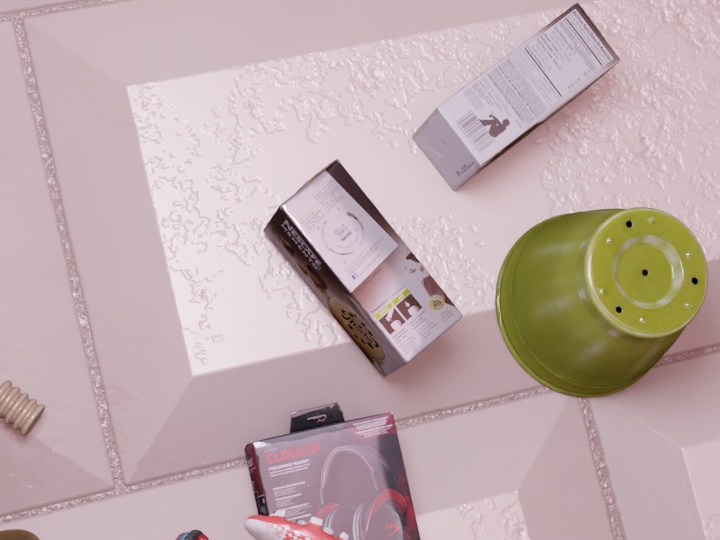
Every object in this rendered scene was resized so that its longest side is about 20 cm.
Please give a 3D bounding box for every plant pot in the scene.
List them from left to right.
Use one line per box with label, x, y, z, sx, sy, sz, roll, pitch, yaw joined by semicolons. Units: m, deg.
plant pot;0.260;0.020;1.723;0.199;0.193;0.202;2;79;-12

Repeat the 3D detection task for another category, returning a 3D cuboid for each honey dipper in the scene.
honey dipper;-0.400;0.090;1.655;0.200;0.038;0.038;36;74;1

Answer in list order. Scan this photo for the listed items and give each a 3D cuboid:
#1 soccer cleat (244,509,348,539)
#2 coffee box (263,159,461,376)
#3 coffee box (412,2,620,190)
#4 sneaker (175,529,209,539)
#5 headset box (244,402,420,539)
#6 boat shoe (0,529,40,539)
soccer cleat;-0.025;0.294;1.600;0.199;0.069;0.086;27;72;-10
coffee box;0.000;0.000;1.706;0.080;0.113;0.200;-39;90;-16
coffee box;0.163;-0.183;1.783;0.200;0.113;0.080;-38;89;-17
sneaker;-0.198;0.340;1.623;0.079;0.095;0.201;49;43;-38
headset box;-0.026;0.235;1.682;0.148;0.075;0.201;-10;82;-13
boat shoe;-0.397;0.291;1.582;0.199;0.065;0.072;-5;52;-28
